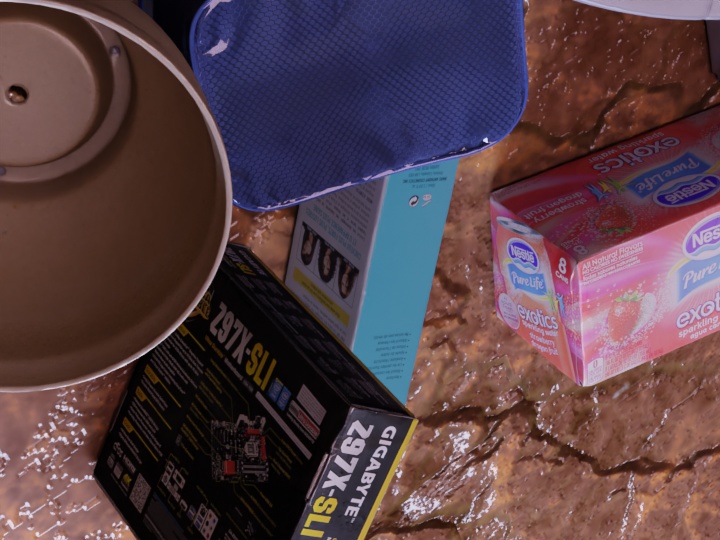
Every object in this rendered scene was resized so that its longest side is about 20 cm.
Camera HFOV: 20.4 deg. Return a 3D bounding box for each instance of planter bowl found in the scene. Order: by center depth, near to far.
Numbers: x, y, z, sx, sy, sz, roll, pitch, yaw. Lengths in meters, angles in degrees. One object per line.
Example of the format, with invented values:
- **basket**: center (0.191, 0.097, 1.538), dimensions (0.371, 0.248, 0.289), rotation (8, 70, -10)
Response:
- **planter bowl**: center (-0.165, -0.063, 0.945), dimensions (0.199, 0.135, 0.201), rotation (-4, 121, -6)

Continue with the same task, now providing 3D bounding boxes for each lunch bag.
- **lunch bag**: center (-0.011, -0.133, 1.026), dimensions (0.199, 0.132, 0.136), rotation (-15, 126, -15)

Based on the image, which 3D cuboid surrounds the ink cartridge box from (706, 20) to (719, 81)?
- **ink cartridge box**: center (0.309, -0.206, 1.237), dimensions (0.200, 0.076, 0.137), rotation (-30, 129, -18)

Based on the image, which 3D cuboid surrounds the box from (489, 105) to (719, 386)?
- **box**: center (0.190, -0.020, 1.247), dimensions (0.199, 0.103, 0.095), rotation (-21, 126, -21)

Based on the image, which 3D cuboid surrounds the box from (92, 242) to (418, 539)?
- **box**: center (-0.064, 0.096, 1.081), dimensions (0.049, 0.200, 0.160), rotation (14, 107, -36)

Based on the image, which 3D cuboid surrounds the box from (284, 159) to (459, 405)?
- **box**: center (0.000, 0.000, 1.146), dimensions (0.049, 0.082, 0.201), rotation (-5, 119, -32)

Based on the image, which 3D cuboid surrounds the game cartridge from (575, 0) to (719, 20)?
- **game cartridge**: center (0.148, -0.210, 1.102), dimensions (0.199, 0.042, 0.134), rotation (11, 98, -16)
